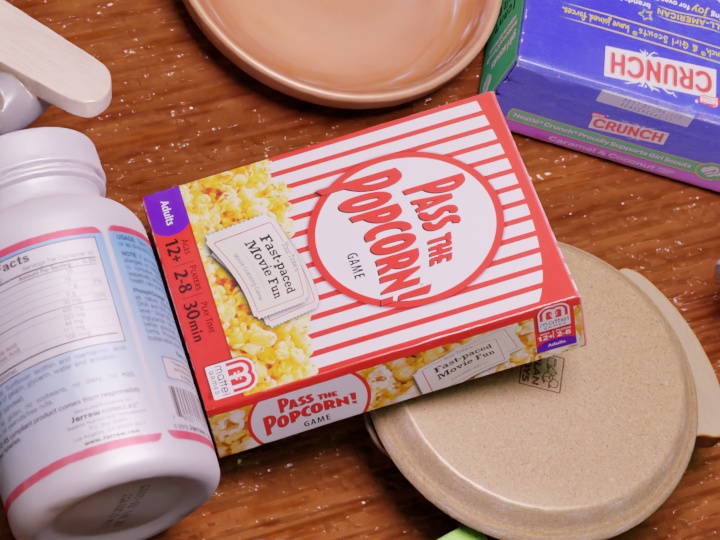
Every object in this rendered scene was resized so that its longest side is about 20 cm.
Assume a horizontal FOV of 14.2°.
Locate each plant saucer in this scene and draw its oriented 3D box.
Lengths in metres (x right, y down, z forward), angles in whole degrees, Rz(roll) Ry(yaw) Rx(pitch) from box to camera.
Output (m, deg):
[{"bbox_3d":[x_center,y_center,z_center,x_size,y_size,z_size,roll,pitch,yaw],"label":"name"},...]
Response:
[{"bbox_3d":[-0.017,-0.176,1.665,0.199,0.037,0.201,8,60,-15],"label":"plant saucer"}]

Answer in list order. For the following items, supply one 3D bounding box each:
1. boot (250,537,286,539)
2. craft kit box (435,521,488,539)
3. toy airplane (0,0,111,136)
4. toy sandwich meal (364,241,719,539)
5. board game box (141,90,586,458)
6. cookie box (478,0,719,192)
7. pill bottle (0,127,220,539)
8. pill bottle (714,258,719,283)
[{"bbox_3d":[-0.133,0.189,1.374,0.154,0.074,0.201,28,84,7],"label":"boot"},{"bbox_3d":[0.027,0.252,1.446,0.197,0.049,0.200,-25,73,-25],"label":"craft kit box"},{"bbox_3d":[-0.242,-0.139,1.524,0.198,0.142,0.200,7,27,-22],"label":"toy airplane"},{"bbox_3d":[0.093,0.067,1.554,0.204,0.070,0.206,6,59,-11],"label":"toy sandwich meal"},{"bbox_3d":[0.000,0.000,1.511,0.199,0.046,0.152,-17,51,-5],"label":"board game box"},{"bbox_3d":[0.168,-0.162,1.695,0.170,0.075,0.201,16,59,-10],"label":"cookie box"},{"bbox_3d":[-0.148,0.034,1.466,0.108,0.109,0.201,-9,65,-22],"label":"pill bottle"},{"bbox_3d":[0.301,-0.037,1.617,0.200,0.113,0.113,-44,81,-6],"label":"pill bottle"}]
